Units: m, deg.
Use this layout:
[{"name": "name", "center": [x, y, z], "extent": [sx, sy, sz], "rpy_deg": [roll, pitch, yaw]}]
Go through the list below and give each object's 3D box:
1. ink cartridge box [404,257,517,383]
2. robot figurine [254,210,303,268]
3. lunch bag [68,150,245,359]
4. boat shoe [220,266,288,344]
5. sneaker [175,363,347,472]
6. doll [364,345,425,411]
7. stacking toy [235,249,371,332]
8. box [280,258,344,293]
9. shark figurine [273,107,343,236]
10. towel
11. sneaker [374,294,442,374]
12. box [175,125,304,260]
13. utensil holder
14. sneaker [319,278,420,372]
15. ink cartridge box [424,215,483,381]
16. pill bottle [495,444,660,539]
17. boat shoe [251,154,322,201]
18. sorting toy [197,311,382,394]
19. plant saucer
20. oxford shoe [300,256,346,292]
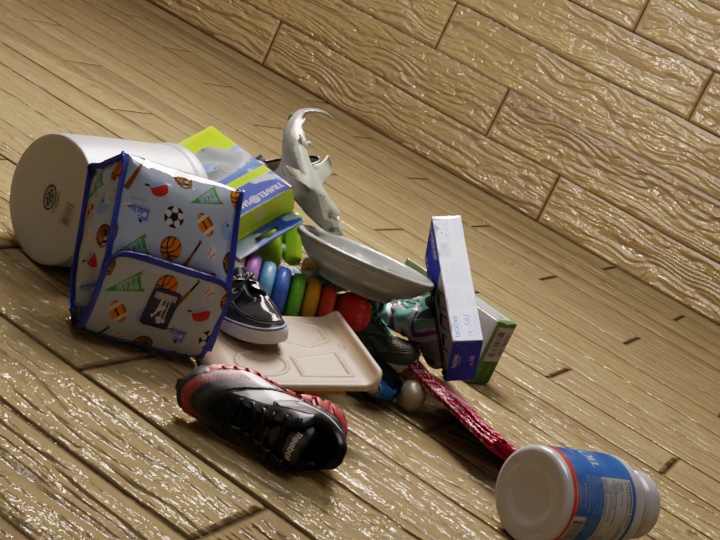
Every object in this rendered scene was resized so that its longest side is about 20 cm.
[{"name": "ink cartridge box", "center": [0.133, 0.075, 1.988], "extent": [0.199, 0.105, 0.059], "rpy_deg": [36, 17, 35]}, {"name": "robot figurine", "center": [-0.168, -0.039, 1.828], "extent": [0.172, 0.118, 0.200], "rpy_deg": [5, 17, -7]}, {"name": "lunch bag", "center": [-0.232, -0.012, 1.475], "extent": [0.168, 0.203, 0.123], "rpy_deg": [18, -16, -32]}, {"name": "boat shoe", "center": [-0.150, 0.024, 1.572], "extent": [0.069, 0.067, 0.199], "rpy_deg": [-8, 26, -31]}, {"name": "sneaker", "center": [-0.095, 0.156, 1.346], "extent": [0.198, 0.072, 0.098], "rpy_deg": [23, 12, -20]}, {"name": "doll", "center": [-0.005, 0.124, 1.674], "extent": [0.198, 0.049, 0.137], "rpy_deg": [24, 15, -7]}, {"name": "stacking toy", "center": [-0.081, 0.035, 1.702], "extent": [0.197, 0.087, 0.085], "rpy_deg": [14, 15, -4]}, {"name": "box", "center": [-0.077, 0.031, 1.903], "extent": [0.135, 0.038, 0.200], "rpy_deg": [19, 15, -26]}, {"name": "shark figurine", "center": [-0.096, -0.149, 1.783], "extent": [0.128, 0.089, 0.217], "rpy_deg": [26, 44, -48]}, {"name": "towel", "center": [0.153, 0.196, 1.677], "extent": [0.144, 0.023, 0.200], "rpy_deg": [39, 2, -44]}, {"name": "sneaker", "center": [0.088, 0.094, 1.878], "extent": [0.199, 0.078, 0.141], "rpy_deg": [18, -35, 53]}, {"name": "box", "center": [-0.181, -0.106, 1.727], "extent": [0.121, 0.048, 0.199], "rpy_deg": [-32, 53, -31]}, {"name": "utensil holder", "center": [-0.312, -0.083, 1.627], "extent": [0.169, 0.172, 0.199], "rpy_deg": [35, 18, 32]}, {"name": "sneaker", "center": [0.004, 0.074, 1.782], "extent": [0.198, 0.092, 0.078], "rpy_deg": [20, 15, -23]}, {"name": "ink cartridge box", "center": [0.122, 0.035, 1.729], "extent": [0.043, 0.095, 0.202], "rpy_deg": [-2, 53, -6]}, {"name": "pill bottle", "center": [0.257, 0.265, 1.507], "extent": [0.198, 0.113, 0.112], "rpy_deg": [14, 18, -43]}, {"name": "boat shoe", "center": [-0.141, -0.134, 1.838], "extent": [0.197, 0.061, 0.074], "rpy_deg": [-1, 24, -29]}, {"name": "sorting toy", "center": [-0.094, 0.102, 1.539], "extent": [0.197, 0.037, 0.185], "rpy_deg": [-2, 24, -20]}, {"name": "plant saucer", "center": [0.000, 0.000, 1.725], "extent": [0.198, 0.051, 0.200], "rpy_deg": [24, 5, -2]}, {"name": "oxford shoe", "center": [-0.010, -0.004, 1.856], "extent": [0.075, 0.059, 0.198], "rpy_deg": [-2, 3, 44]}]
